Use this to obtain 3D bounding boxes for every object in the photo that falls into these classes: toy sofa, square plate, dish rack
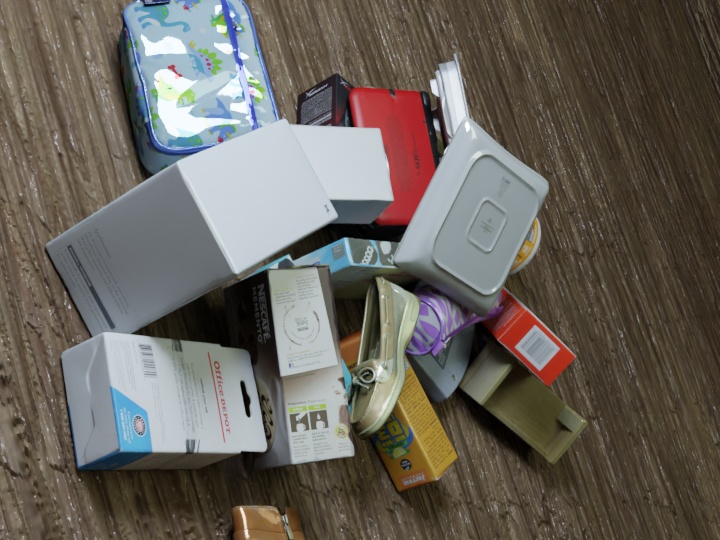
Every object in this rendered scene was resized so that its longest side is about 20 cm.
[{"bbox_3d":[0.224,0.183,1.743,0.200,0.083,0.098,40,0,-35],"label":"toy sofa"},{"bbox_3d":[0.149,-0.060,1.524,0.199,0.028,0.200,30,86,-44],"label":"square plate"},{"bbox_3d":[0.123,-0.178,1.622,0.200,0.043,0.174,73,8,-78],"label":"dish rack"}]

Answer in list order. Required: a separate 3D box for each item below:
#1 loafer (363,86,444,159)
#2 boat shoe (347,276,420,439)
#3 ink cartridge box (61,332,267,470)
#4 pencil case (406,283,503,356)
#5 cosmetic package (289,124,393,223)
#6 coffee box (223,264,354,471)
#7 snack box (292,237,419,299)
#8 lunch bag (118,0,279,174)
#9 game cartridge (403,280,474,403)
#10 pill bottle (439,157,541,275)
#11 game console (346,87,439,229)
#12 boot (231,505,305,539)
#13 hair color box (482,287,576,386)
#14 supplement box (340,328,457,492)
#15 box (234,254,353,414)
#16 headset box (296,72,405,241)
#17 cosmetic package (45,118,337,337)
[{"bbox_3d":[0.063,-0.203,1.768,0.199,0.076,0.068,33,50,-40],"label":"loafer"},{"bbox_3d":[0.016,0.100,1.414,0.063,0.073,0.202,31,56,-19],"label":"boat shoe"},{"bbox_3d":[-0.188,0.132,1.197,0.199,0.067,0.117,12,60,-51],"label":"ink cartridge box"},{"bbox_3d":[0.116,0.051,1.605,0.085,0.084,0.200,35,30,17],"label":"pencil case"},{"bbox_3d":[-0.069,-0.114,1.447,0.198,0.074,0.103,1,67,-26],"label":"cosmetic package"},{"bbox_3d":[-0.077,0.104,1.290,0.079,0.113,0.202,-3,81,-31],"label":"coffee box"},{"bbox_3d":[0.000,0.000,1.507,0.199,0.115,0.037,4,68,-54],"label":"snack box"},{"bbox_3d":[-0.179,-0.210,1.360,0.159,0.082,0.202,-6,70,-22],"label":"lunch bag"},{"bbox_3d":[0.101,0.081,1.677,0.134,0.041,0.201,55,34,-24],"label":"game cartridge"},{"bbox_3d":[0.169,-0.080,1.803,0.199,0.116,0.117,32,45,-41],"label":"pill bottle"},{"bbox_3d":[0.056,-0.125,1.623,0.171,0.119,0.202,0,65,-23],"label":"game console"},{"bbox_3d":[-0.108,0.308,1.200,0.200,0.073,0.156,24,51,-62],"label":"boot"},{"bbox_3d":[0.228,0.087,1.726,0.101,0.061,0.200,43,5,-9],"label":"hair color box"},{"bbox_3d":[0.040,0.167,1.505,0.201,0.066,0.069,61,33,-6],"label":"supplement box"},{"bbox_3d":[-0.073,0.090,1.408,0.201,0.049,0.082,63,32,-5],"label":"box"},{"bbox_3d":[-0.013,-0.133,1.613,0.148,0.077,0.202,35,42,-39],"label":"headset box"},{"bbox_3d":[-0.165,-0.040,1.220,0.124,0.199,0.199,62,32,-4],"label":"cosmetic package"}]
